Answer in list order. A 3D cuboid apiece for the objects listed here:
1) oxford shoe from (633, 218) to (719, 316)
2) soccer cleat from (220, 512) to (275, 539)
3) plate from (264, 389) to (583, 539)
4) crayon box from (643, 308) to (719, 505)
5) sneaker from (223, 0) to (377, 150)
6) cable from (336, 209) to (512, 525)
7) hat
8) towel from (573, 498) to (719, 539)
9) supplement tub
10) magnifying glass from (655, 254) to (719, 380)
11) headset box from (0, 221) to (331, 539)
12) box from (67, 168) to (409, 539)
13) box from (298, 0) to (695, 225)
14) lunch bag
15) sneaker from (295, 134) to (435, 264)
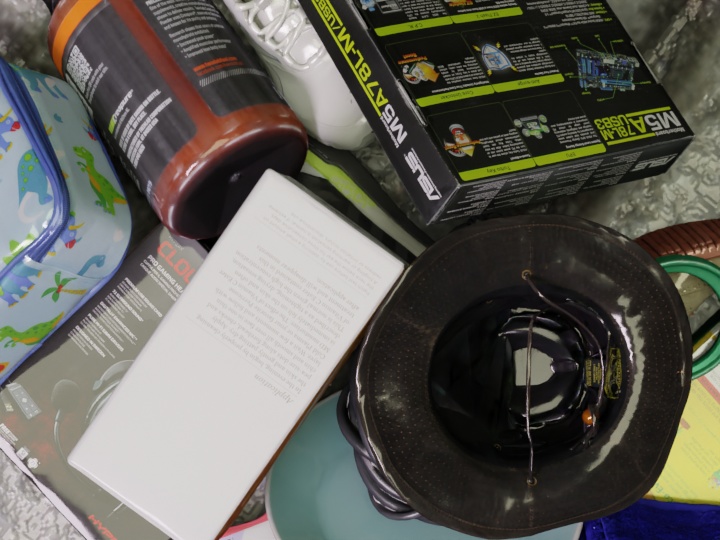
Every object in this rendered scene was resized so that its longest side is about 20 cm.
[{"bbox_3d":[0.186,0.020,1.308,0.199,0.071,0.074,-18,102,5],"label":"oxford shoe"},{"bbox_3d":[-0.114,0.204,1.294,0.199,0.068,0.074,-27,88,-6],"label":"soccer cleat"},{"bbox_3d":[0.040,0.144,1.264,0.199,0.201,0.026,1,132,-1],"label":"plate"},{"bbox_3d":[0.222,0.121,1.308,0.200,0.051,0.127,-42,90,-2],"label":"crayon box"},{"bbox_3d":[-0.050,-0.155,1.254,0.074,0.087,0.200,-40,65,11],"label":"sneaker"},{"bbox_3d":[0.080,0.073,1.238,0.163,0.051,0.200,37,86,-6],"label":"cable"},{"bbox_3d":[0.087,0.057,1.175,0.199,0.081,0.202,-1,95,-14],"label":"hat"},{"bbox_3d":[0.194,0.201,1.186,0.147,0.200,0.050,1,118,1],"label":"towel"},{"bbox_3d":[-0.124,-0.124,1.260,0.107,0.107,0.200,-35,67,-2],"label":"supplement tub"},{"bbox_3d":[0.144,0.054,1.271,0.199,0.022,0.080,-24,104,8],"label":"magnifying glass"},{"bbox_3d":[-0.123,0.072,1.290,0.200,0.077,0.149,-43,90,0],"label":"headset box"},{"bbox_3d":[-0.066,0.051,1.184,0.097,0.124,0.200,36,93,2],"label":"box"},{"bbox_3d":[0.079,-0.130,1.232,0.199,0.048,0.194,-14,66,-37],"label":"box"},{"bbox_3d":[-0.241,-0.022,1.237,0.200,0.082,0.161,-42,56,23],"label":"lunch bag"},{"bbox_3d":[0.000,0.000,1.294,0.083,0.072,0.200,-42,82,-12],"label":"sneaker"}]
